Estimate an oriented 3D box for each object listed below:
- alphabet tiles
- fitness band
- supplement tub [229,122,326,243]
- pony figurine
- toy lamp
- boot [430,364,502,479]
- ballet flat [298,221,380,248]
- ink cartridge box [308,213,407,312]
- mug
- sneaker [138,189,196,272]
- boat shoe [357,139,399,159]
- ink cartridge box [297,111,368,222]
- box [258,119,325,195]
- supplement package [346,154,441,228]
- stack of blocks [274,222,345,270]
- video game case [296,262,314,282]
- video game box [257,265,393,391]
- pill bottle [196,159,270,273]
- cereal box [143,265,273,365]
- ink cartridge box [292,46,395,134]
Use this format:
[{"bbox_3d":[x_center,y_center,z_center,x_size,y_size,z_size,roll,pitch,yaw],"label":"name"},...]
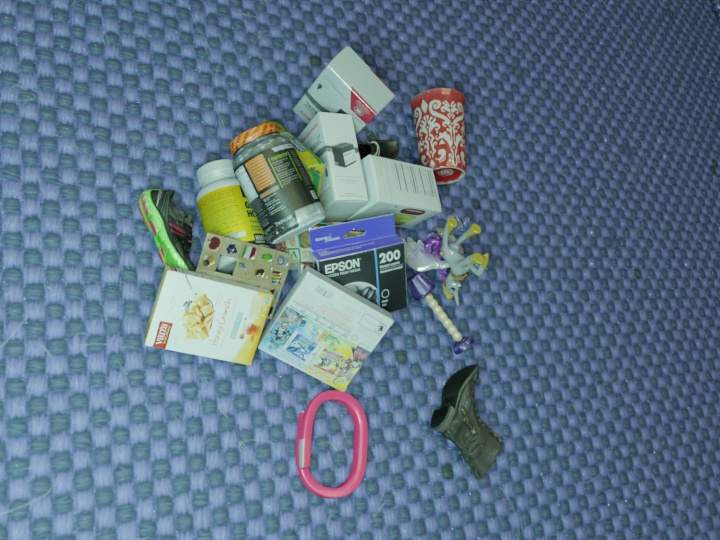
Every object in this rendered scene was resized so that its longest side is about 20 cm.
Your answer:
[{"bbox_3d":[-0.231,0.044,1.252,0.167,0.008,0.201,15,103,-26],"label":"alphabet tiles"},{"bbox_3d":[-0.054,0.333,1.305,0.143,0.037,0.201,16,65,-28],"label":"fitness band"},{"bbox_3d":[-0.157,-0.162,1.259,0.122,0.122,0.201,-26,90,-35],"label":"supplement tub"},{"bbox_3d":[0.198,-0.037,1.525,0.166,0.200,0.193,-22,68,-28],"label":"pony figurine"},{"bbox_3d":[0.176,0.093,1.523,0.058,0.058,0.200,-38,96,-35],"label":"toy lamp"},{"bbox_3d":[0.247,0.327,1.477,0.174,0.069,0.200,44,59,-16],"label":"boot"},{"bbox_3d":[-0.040,-0.065,1.385,0.199,0.070,0.066,3,98,-27],"label":"ballet flat"},{"bbox_3d":[0.000,0.000,1.361,0.197,0.043,0.201,-13,107,-26],"label":"ink cartridge box"},{"bbox_3d":[0.215,-0.321,1.663,0.177,0.133,0.201,6,72,-27],"label":"mug"},{"bbox_3d":[-0.340,-0.066,1.260,0.084,0.077,0.201,-21,84,-31],"label":"sneaker"},{"bbox_3d":[0.021,-0.265,1.561,0.199,0.068,0.072,-21,82,-37],"label":"boat shoe"},{"bbox_3d":[-0.068,-0.211,1.437,0.083,0.145,0.201,-1,72,-31],"label":"ink cartridge box"},{"bbox_3d":[-0.138,-0.202,1.358,0.048,0.118,0.200,-19,52,-35],"label":"box"},{"bbox_3d":[0.067,-0.170,1.504,0.199,0.114,0.110,4,70,-41],"label":"supplement package"},{"bbox_3d":[-0.075,-0.038,1.418,0.199,0.059,0.116,0,72,-31],"label":"stack of blocks"},{"bbox_3d":[-0.041,0.060,1.387,0.199,0.017,0.144,3,99,-30],"label":"video game case"},{"bbox_3d":[-0.067,0.115,1.305,0.199,0.047,0.183,31,103,-18],"label":"video game box"},{"bbox_3d":[-0.250,-0.105,1.307,0.112,0.112,0.201,-11,78,-34],"label":"pill bottle"},{"bbox_3d":[-0.272,0.083,1.222,0.199,0.040,0.145,14,101,-26],"label":"cereal box"},{"bbox_3d":[-0.041,-0.366,1.483,0.145,0.200,0.083,43,60,-9],"label":"ink cartridge box"}]
